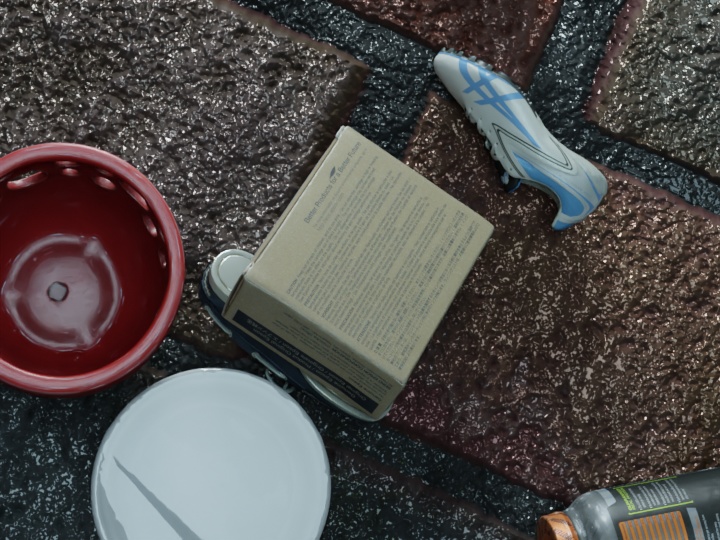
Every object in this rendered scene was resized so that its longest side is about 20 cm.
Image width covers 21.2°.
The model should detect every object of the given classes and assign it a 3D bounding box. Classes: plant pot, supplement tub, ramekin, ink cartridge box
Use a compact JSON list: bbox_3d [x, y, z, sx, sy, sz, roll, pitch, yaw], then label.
[{"bbox_3d":[-0.247,0.011,1.593,0.198,0.183,0.203,1,80,-7],"label":"plant pot"},{"bbox_3d":[0.259,0.241,1.653,0.198,0.123,0.124,-9,82,-8],"label":"supplement tub"},{"bbox_3d":[-0.128,0.187,1.625,0.200,0.094,0.205,1,81,-8],"label":"ramekin"},{"bbox_3d":[0.000,0.000,1.645,0.164,0.075,0.201,34,53,-1],"label":"ink cartridge box"}]

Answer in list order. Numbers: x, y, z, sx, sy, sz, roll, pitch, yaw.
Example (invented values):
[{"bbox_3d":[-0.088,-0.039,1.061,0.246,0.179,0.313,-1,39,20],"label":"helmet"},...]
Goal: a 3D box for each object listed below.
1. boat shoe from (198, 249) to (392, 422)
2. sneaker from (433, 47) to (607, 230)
[{"bbox_3d":[-0.059,0.066,1.665,0.199,0.062,0.075,36,54,-1],"label":"boat shoe"},{"bbox_3d":[0.133,-0.120,1.722,0.072,0.072,0.200,-44,85,-3],"label":"sneaker"}]
